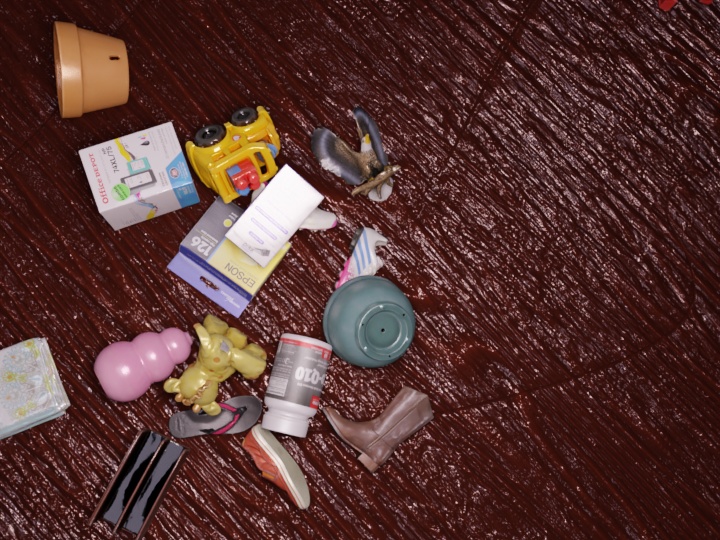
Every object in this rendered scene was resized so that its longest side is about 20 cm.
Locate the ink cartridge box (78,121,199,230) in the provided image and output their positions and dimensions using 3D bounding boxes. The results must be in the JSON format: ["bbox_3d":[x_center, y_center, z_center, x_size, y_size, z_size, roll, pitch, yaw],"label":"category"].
[{"bbox_3d":[-0.469,-0.199,1.590,0.200,0.146,0.147,-20,82,-10],"label":"ink cartridge box"}]

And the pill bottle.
[{"bbox_3d":[-0.136,0.242,1.560,0.114,0.114,0.200,14,78,-4],"label":"pill bottle"}]

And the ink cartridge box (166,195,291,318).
[{"bbox_3d":[-0.289,-0.034,1.633,0.198,0.047,0.200,35,75,0],"label":"ink cartridge box"}]

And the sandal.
[{"bbox_3d":[-0.304,0.313,1.562,0.200,0.045,0.075,-11,80,-9],"label":"sandal"}]

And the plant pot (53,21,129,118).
[{"bbox_3d":[-0.584,-0.432,1.611,0.140,0.200,0.200,-4,79,-24],"label":"plant pot"}]

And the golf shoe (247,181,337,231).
[{"bbox_3d":[-0.145,-0.142,1.638,0.200,0.075,0.092,10,111,-11],"label":"golf shoe"}]

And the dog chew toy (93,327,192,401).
[{"bbox_3d":[-0.443,0.186,1.537,0.200,0.125,0.125,-27,83,-19],"label":"dog chew toy"}]

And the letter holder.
[{"bbox_3d":[-0.438,0.427,1.475,0.100,0.142,0.200,27,77,-1],"label":"letter holder"}]

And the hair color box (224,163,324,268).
[{"bbox_3d":[-0.183,-0.117,1.577,0.109,0.065,0.200,41,90,-12],"label":"hair color box"}]

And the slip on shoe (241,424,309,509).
[{"bbox_3d":[-0.175,0.416,1.551,0.061,0.074,0.200,-39,86,11],"label":"slip on shoe"}]

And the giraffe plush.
[{"bbox_3d":[-0.305,0.207,1.524,0.172,0.200,0.162,36,96,6],"label":"giraffe plush"}]

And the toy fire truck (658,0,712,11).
[{"bbox_3d":[0.853,-0.752,1.902,0.141,0.049,0.200,17,78,-3],"label":"toy fire truck"}]

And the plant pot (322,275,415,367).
[{"bbox_3d":[0.032,0.118,1.563,0.200,0.134,0.201,-2,98,-16],"label":"plant pot"}]

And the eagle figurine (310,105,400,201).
[{"bbox_3d":[0.003,-0.263,1.686,0.152,0.151,0.200,2,38,-45],"label":"eagle figurine"}]

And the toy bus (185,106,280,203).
[{"bbox_3d":[-0.245,-0.238,1.589,0.200,0.136,0.192,-32,45,-13],"label":"toy bus"}]

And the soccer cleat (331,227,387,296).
[{"bbox_3d":[0.000,0.000,1.646,0.086,0.070,0.200,22,77,-2],"label":"soccer cleat"}]

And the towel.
[{"bbox_3d":[-0.720,0.248,1.527,0.200,0.048,0.171,-22,79,-10],"label":"towel"}]

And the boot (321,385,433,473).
[{"bbox_3d":[0.041,0.304,1.594,0.200,0.064,0.186,-42,99,-9],"label":"boot"}]
